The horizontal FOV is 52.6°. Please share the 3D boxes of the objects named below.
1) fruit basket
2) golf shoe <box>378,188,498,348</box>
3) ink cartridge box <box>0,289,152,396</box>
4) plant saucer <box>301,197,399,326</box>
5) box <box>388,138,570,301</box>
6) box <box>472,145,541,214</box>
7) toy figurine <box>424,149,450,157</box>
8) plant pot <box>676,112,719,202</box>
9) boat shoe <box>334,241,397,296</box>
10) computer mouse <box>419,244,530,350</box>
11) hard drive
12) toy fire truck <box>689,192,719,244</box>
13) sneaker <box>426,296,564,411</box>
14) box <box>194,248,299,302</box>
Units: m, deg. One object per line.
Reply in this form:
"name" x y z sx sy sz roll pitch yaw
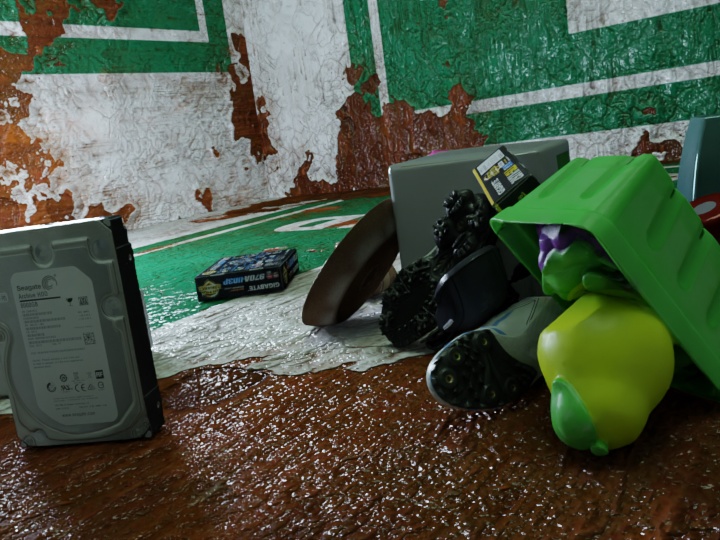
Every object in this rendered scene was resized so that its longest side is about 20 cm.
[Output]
"fruit basket" 0.188 0.040 0.561 0.211 0.221 0.155 -12 11 -21
"golf shoe" 0.099 0.007 0.819 0.094 0.201 0.078 4 37 -53
"ink cartridge box" -0.384 0.090 0.918 0.195 0.086 0.145 -8 10 4
"plant saucer" 0.000 0.000 0.946 0.036 0.202 0.200 37 26 14
"box" 0.163 -0.053 0.928 0.196 0.204 0.171 -2 12 30
"box" 0.199 -0.024 0.727 0.049 0.200 0.160 -40 13 12
"toy figurine" 0.189 -0.176 1.629 0.147 0.188 0.200 -5 10 15
"plant pot" 0.479 -0.099 0.923 0.138 0.205 0.141 -4 11 16
"boat shoe" 0.006 -0.002 1.166 0.070 0.077 0.200 -7 19 -15
"computer mouse" 0.134 0.025 0.727 0.139 0.046 0.201 -30 -20 -14
"hard drive" -0.265 0.058 0.668 0.136 0.205 0.038 -5 10 9
"toy fire truck" 0.370 0.014 0.726 0.167 0.113 0.199 -38 20 -19
"sneaker" 0.125 0.077 0.656 0.198 0.073 0.072 -19 -9 -41
"box" -0.204 0.005 1.350 0.155 0.047 0.200 -8 10 4
